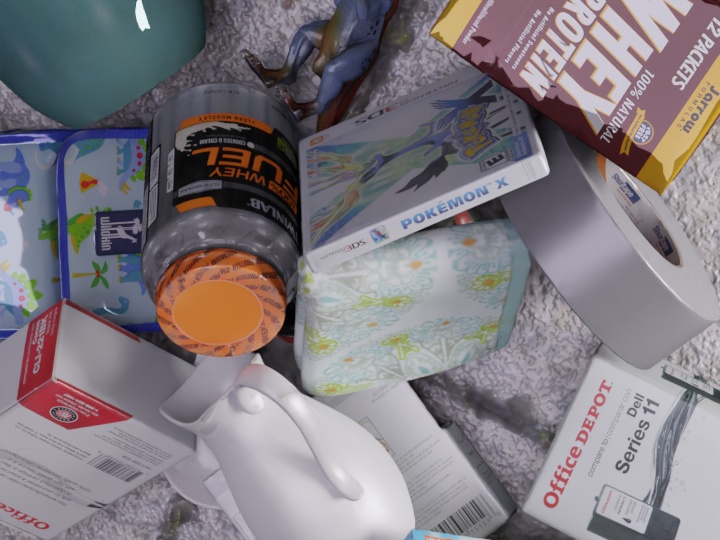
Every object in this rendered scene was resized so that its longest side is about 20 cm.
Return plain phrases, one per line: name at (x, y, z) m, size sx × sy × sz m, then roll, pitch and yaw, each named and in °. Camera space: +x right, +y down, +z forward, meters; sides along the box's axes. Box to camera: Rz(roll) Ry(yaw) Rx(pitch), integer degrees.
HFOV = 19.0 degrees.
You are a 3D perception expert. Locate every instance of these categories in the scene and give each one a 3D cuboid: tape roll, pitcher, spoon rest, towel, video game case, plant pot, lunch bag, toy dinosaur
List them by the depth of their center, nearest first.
video game case at (0.041, -0.084, 1.576) m, size 0.181 × 0.200 × 0.022 m, roll -23°, pitch 116°, yaw 9°
tape roll at (0.181, -0.027, 1.593) m, size 0.066 × 0.200 × 0.201 m, roll -36°, pitch 89°, yaw 17°
towel at (0.036, 0.029, 1.629) m, size 0.170 × 0.200 × 0.048 m, roll -13°, pitch 64°, yaw -9°
pitcher at (-0.043, 0.149, 1.647) m, size 0.200 × 0.171 × 0.121 m, roll 47°, pitch 71°, yaw -12°
plant pot at (-0.213, -0.210, 1.679) m, size 0.200 × 0.201 × 0.161 m, roll -29°, pitch 103°, yaw 18°
toy dinosaur at (-0.005, -0.204, 1.698) m, size 0.181 × 0.200 × 0.105 m, roll -39°, pitch 49°, yaw -4°
lunch bag at (-0.240, -0.032, 1.755) m, size 0.199 × 0.127 × 0.171 m, roll -1°, pitch 97°, yaw 0°
spoon rest at (-0.115, 0.100, 1.769) m, size 0.099 × 0.061 × 0.201 m, roll 8°, pitch 101°, yaw 12°

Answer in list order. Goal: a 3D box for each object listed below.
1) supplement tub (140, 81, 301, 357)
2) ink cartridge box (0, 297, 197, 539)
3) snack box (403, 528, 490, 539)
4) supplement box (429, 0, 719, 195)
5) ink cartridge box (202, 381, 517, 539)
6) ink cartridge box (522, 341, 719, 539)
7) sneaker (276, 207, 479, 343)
supplement tub at (-0.105, -0.038, 1.640) m, size 0.122 × 0.201 × 0.123 m, roll -2°, pitch 135°, yaw -2°
ink cartridge box at (-0.246, 0.124, 1.736) m, size 0.144 × 0.084 × 0.200 m, roll 31°, pitch 133°, yaw -32°
snack box at (0.108, 0.259, 1.673) m, size 0.199 × 0.037 × 0.116 m, roll 10°, pitch 135°, yaw -20°
supplement box at (0.185, -0.177, 1.567) m, size 0.200 × 0.197 × 0.133 m, roll 35°, pitch 107°, yaw 6°
ink cartridge box at (-0.002, 0.185, 1.758) m, size 0.200 × 0.044 × 0.174 m, roll -38°, pitch 86°, yaw 15°
ink cartridge box at (0.244, 0.160, 1.669) m, size 0.199 × 0.083 × 0.147 m, roll 26°, pitch 105°, yaw 11°
sneaker at (0.000, 0.000, 1.699) m, size 0.200 × 0.098 × 0.071 m, roll -27°, pitch 82°, yaw 17°
